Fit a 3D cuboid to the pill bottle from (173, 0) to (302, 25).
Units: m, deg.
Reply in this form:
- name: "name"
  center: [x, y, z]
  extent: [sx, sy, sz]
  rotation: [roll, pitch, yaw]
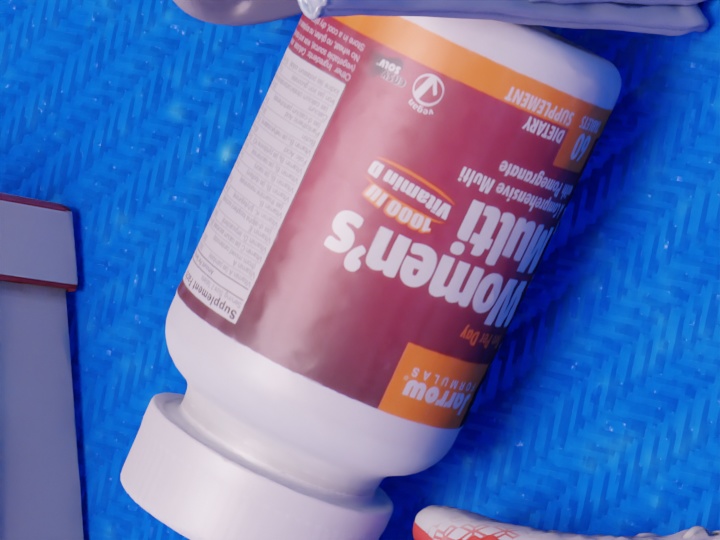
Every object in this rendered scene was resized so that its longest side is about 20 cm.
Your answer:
- name: "pill bottle"
  center: [-0.061, -0.198, 1.055]
  extent: [0.111, 0.111, 0.200]
  rotation: [-39, 64, 22]

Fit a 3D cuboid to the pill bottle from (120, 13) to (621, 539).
- name: "pill bottle"
  center: [0.000, 0.000, 0.988]
  extent: [0.109, 0.109, 0.200]
  rotation: [29, 99, 32]

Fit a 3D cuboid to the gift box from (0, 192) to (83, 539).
- name: "gift box"
  center: [-0.229, 0.047, 1.084]
  extent: [0.199, 0.184, 0.187]
  rotation: [-8, 81, 25]

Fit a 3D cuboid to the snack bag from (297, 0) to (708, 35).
- name: "snack bag"
  center: [0.010, -0.154, 0.957]
  extent: [0.021, 0.200, 0.189]
  rotation: [-49, 60, 34]

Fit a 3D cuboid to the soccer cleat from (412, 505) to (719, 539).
- name: "soccer cleat"
  center: [0.109, 0.109, 0.934]
  extent: [0.200, 0.069, 0.085]
  rotation: [26, 88, 29]
